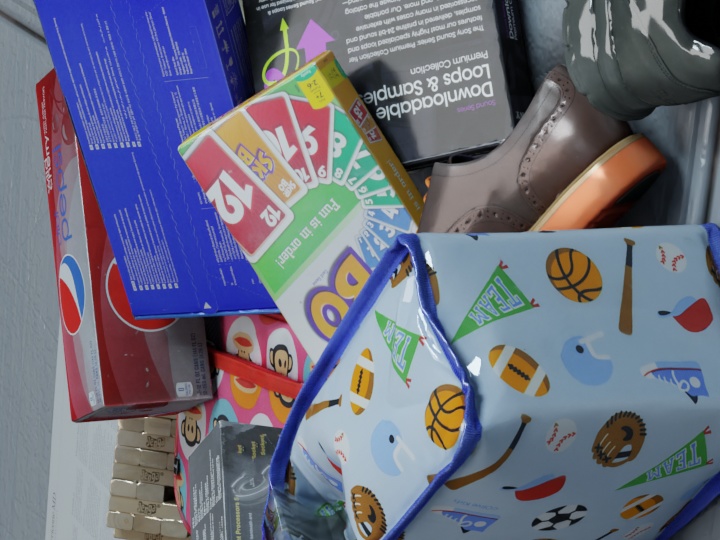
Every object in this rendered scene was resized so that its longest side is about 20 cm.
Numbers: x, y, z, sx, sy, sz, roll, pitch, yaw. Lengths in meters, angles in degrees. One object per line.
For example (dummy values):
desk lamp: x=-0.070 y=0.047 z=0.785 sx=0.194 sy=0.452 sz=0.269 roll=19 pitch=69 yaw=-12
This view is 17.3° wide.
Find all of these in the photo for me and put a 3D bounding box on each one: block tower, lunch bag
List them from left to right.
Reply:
block tower: x=-0.111 y=0.065 z=1.426 sx=0.054 sy=0.057 sz=0.202 roll=-20 pitch=-64 yaw=-77
lunch bag: x=-0.034 y=0.077 z=1.313 sx=0.200 sy=0.081 sz=0.178 roll=15 pitch=102 yaw=60
lunch bag: x=0.064 y=0.080 z=1.039 sx=0.200 sy=0.169 sz=0.125 roll=-53 pitch=45 yaw=48

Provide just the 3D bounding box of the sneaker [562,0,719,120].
sneaker: x=0.131 y=-0.166 z=0.994 sx=0.090 sy=0.076 sz=0.202 roll=0 pitch=101 yaw=51

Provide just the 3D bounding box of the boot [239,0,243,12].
boot: x=-0.069 y=-0.125 z=1.346 sx=0.154 sy=0.072 sz=0.202 roll=35 pitch=129 yaw=55

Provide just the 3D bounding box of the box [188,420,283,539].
box: x=0.000 y=0.180 z=1.138 sx=0.050 sy=0.156 sz=0.202 roll=132 pitch=140 yaw=-52

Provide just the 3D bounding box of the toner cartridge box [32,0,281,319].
toner cartridge box: x=-0.096 y=-0.071 z=1.226 sx=0.094 sy=0.043 sz=0.201 roll=-2 pitch=121 yaw=20

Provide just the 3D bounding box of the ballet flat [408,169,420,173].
ballet flat: x=-0.007 y=-0.148 z=1.237 sx=0.069 sy=0.069 sz=0.202 roll=-18 pitch=78 yaw=60

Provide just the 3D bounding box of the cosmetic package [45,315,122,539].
cosmetic package: x=-0.155 y=0.133 z=1.560 sx=0.151 sy=0.051 sz=0.202 roll=33 pitch=122 yaw=52

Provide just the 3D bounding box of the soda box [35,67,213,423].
soda box: x=-0.135 y=-0.019 z=1.335 sx=0.063 sy=0.069 sz=0.202 roll=154 pitch=111 yaw=-63

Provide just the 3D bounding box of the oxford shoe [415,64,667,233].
oxford shoe: x=0.052 y=-0.013 z=1.094 sx=0.200 sy=0.071 sz=0.073 roll=-44 pitch=79 yaw=26

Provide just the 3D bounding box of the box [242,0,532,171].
box: x=0.006 y=-0.147 z=1.175 sx=0.142 sy=0.036 sz=0.202 roll=-11 pitch=83 yaw=29

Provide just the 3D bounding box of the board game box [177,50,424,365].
board game box: x=0.000 y=0.000 z=1.167 sx=0.095 sy=0.030 sz=0.201 roll=-28 pitch=101 yaw=32
